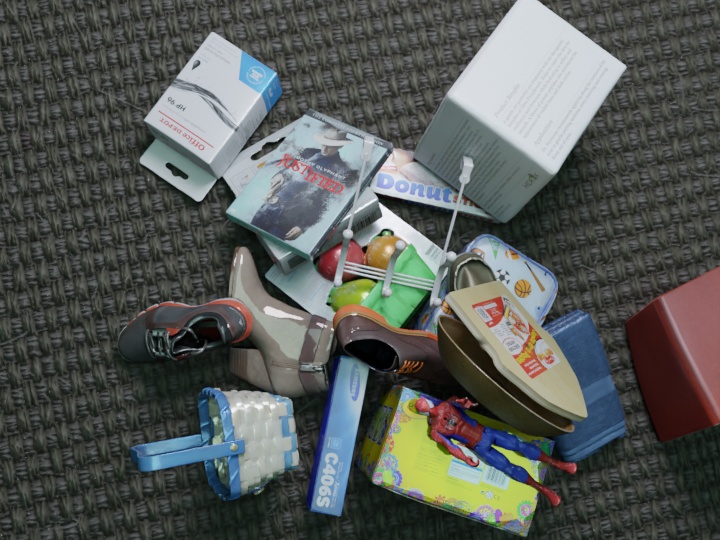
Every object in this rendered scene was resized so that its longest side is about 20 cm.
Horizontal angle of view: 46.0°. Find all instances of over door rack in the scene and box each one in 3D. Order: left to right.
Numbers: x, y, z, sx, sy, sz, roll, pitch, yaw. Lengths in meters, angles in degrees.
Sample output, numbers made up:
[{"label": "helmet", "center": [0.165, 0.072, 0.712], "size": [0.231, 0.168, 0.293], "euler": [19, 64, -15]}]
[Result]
[{"label": "over door rack", "center": [0.053, -0.061, 1.082], "size": [0.147, 0.067, 0.201], "euler": [12, 96, -6]}]

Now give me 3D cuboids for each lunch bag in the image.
[{"label": "lunch bag", "center": [0.177, 0.063, 1.187], "size": [0.160, 0.076, 0.201], "euler": [33, 79, -4]}]

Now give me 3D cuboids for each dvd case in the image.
[{"label": "dvd case", "center": [-0.068, -0.120, 1.142], "size": [0.145, 0.022, 0.200], "euler": [27, 67, 24]}]

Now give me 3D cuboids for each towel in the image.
[{"label": "towel", "center": [0.294, 0.161, 1.173], "size": [0.111, 0.049, 0.201], "euler": [-25, 108, -12]}]

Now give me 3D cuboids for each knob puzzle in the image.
[{"label": "knob puzzle", "center": [0.192, 0.103, 1.010], "size": [0.220, 0.220, 0.030], "euler": [45, 113, 1]}]

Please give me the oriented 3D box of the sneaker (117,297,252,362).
[{"label": "sneaker", "center": [-0.242, 0.083, 1.099], "size": [0.199, 0.082, 0.077], "euler": [-16, 101, 20]}]

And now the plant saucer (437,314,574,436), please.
[{"label": "plant saucer", "center": [0.157, 0.129, 0.979], "size": [0.200, 0.200, 0.036], "euler": [39, 101, 0]}]

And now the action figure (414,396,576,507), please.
[{"label": "action figure", "center": [0.152, 0.199, 0.959], "size": [0.199, 0.099, 0.066], "euler": [29, 85, 0]}]

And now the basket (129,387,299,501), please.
[{"label": "basket", "center": [-0.186, 0.220, 1.071], "size": [0.199, 0.176, 0.140], "euler": [-3, 86, -18]}]

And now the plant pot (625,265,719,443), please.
[{"label": "plant pot", "center": [0.484, 0.103, 1.165], "size": [0.199, 0.200, 0.177], "euler": [-24, 74, -9]}]

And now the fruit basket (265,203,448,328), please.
[{"label": "fruit basket", "center": [0.000, 0.000, 1.180], "size": [0.200, 0.094, 0.186], "euler": [36, 79, 15]}]

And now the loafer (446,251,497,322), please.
[{"label": "loafer", "center": [0.172, 0.070, 1.112], "size": [0.075, 0.070, 0.201], "euler": [-19, 87, -13]}]

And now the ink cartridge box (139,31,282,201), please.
[{"label": "ink cartridge box", "center": [-0.213, -0.211, 1.173], "size": [0.116, 0.068, 0.201], "euler": [33, 80, 8]}]

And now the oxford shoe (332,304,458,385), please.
[{"label": "oxford shoe", "center": [0.053, 0.115, 1.094], "size": [0.199, 0.073, 0.071], "euler": [22, 118, -18]}]

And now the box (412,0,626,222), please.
[{"label": "box", "center": [0.207, -0.212, 1.149], "size": [0.171, 0.200, 0.199], "euler": [36, 71, 0]}]

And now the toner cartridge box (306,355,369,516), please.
[{"label": "toner cartridge box", "center": [-0.031, 0.217, 1.130], "size": [0.043, 0.095, 0.201], "euler": [12, 82, -6]}]

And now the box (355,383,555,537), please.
[{"label": "box", "center": [0.113, 0.237, 1.094], "size": [0.199, 0.193, 0.123], "euler": [20, 81, -4]}]

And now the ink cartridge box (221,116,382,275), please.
[{"label": "ink cartridge box", "center": [-0.088, -0.109, 1.180], "size": [0.162, 0.050, 0.200], "euler": [-31, 55, -9]}]

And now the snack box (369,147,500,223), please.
[{"label": "snack box", "center": [0.114, -0.125, 1.227], "size": [0.199, 0.024, 0.072], "euler": [12, 79, -5]}]

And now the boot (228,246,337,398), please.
[{"label": "boot", "center": [-0.102, 0.072, 1.140], "size": [0.145, 0.070, 0.201], "euler": [4, 102, 11]}]
